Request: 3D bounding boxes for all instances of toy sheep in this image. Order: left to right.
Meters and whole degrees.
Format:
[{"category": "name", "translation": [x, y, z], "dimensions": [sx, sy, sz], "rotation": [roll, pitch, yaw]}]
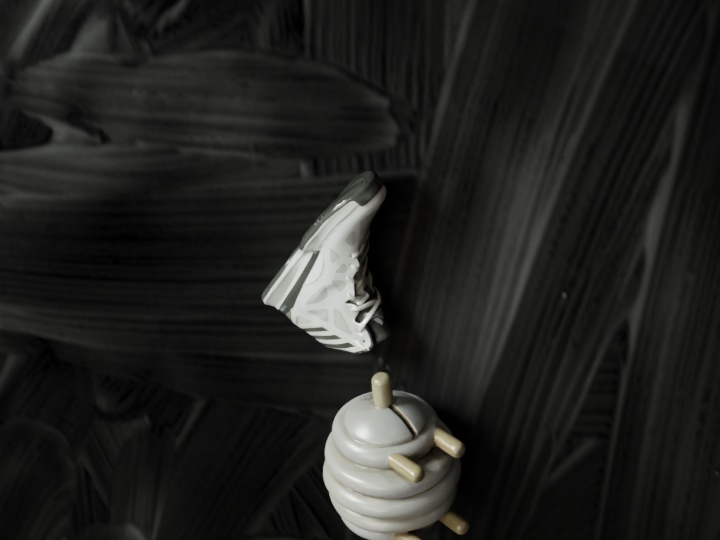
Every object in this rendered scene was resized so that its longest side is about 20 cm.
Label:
[{"category": "toy sheep", "translation": [0.030, 0.175, 1.714], "dimensions": [0.138, 0.138, 0.200], "rotation": [18, 126, 28]}]

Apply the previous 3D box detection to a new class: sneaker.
[{"category": "sneaker", "translation": [0.000, 0.000, 1.696], "dimensions": [0.115, 0.076, 0.201], "rotation": [40, 138, 2]}]
